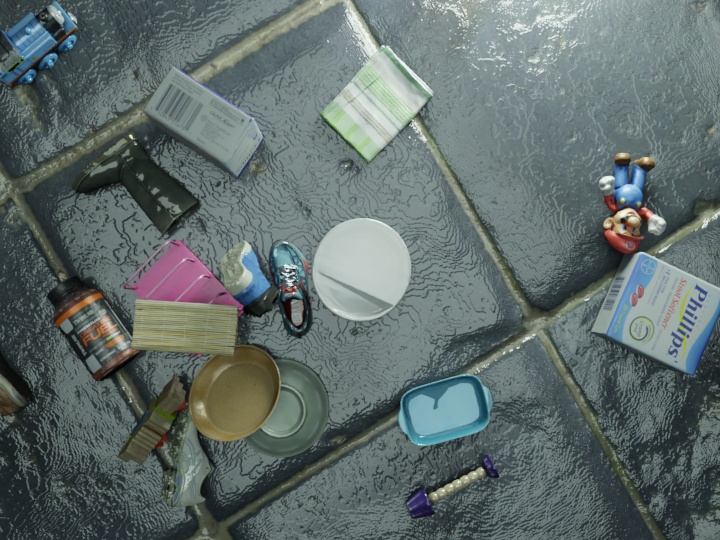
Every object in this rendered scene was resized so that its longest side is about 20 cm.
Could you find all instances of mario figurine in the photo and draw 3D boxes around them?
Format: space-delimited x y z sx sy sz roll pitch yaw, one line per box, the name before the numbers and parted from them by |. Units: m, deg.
mario figurine | 0.551 -0.135 1.605 0.122 0.106 0.203 3 80 33

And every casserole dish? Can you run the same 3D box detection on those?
casserole dish | 0.172 0.284 1.627 0.197 0.039 0.123 -15 90 -1

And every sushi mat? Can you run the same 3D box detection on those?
sushi mat | -0.330 0.109 1.500 0.197 0.012 0.097 4 92 -5

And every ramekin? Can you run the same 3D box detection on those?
ramekin | 0.000 0.000 1.596 0.199 0.094 0.206 0 89 -2

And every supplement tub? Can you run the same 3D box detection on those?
supplement tub | -0.535 0.112 1.572 0.106 0.107 0.201 -36 91 -2

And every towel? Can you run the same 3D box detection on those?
towel | 0.034 -0.343 1.631 0.149 0.031 0.200 43 89 0

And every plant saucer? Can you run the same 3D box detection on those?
plant saucer | -0.245 0.248 1.579 0.197 0.036 0.203 -9 59 14
plant saucer | -0.162 0.282 1.611 0.197 0.050 0.204 0 90 -2

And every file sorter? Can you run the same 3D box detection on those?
file sorter | -0.349 0.057 1.569 0.139 0.125 0.200 -45 91 -2

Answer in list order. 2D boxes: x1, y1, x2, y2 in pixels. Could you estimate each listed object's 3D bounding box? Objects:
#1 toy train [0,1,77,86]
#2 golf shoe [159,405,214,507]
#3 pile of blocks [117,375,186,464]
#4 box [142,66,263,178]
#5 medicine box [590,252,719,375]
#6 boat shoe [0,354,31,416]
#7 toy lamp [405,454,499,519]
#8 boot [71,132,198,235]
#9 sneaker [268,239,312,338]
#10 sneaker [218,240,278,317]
toy train | -0.651 -0.447 1.568 0.199 0.114 0.087 -40 91 -1
golf shoe | -0.341 0.376 1.606 0.096 0.078 0.203 11 89 -27
pile of blocks | -0.407 0.309 1.598 0.062 0.082 0.201 36 98 -19
box | -0.297 -0.280 1.535 0.183 0.200 0.106 33 87 -1
medicine box | 0.603 0.086 1.610 0.198 0.103 0.184 24 89 -1
boat shoe | -0.747 0.205 1.583 0.072 0.076 0.201 -39 89 0
toy lamp | 0.186 0.445 1.617 0.198 0.058 0.059 -28 90 -1
boot | -0.455 -0.153 1.603 0.181 0.073 0.201 -39 97 0
sneaker | -0.134 0.034 1.590 0.078 0.096 0.203 -15 91 -5
sneaker | -0.215 0.023 1.558 0.076 0.200 0.112 -37 115 4
